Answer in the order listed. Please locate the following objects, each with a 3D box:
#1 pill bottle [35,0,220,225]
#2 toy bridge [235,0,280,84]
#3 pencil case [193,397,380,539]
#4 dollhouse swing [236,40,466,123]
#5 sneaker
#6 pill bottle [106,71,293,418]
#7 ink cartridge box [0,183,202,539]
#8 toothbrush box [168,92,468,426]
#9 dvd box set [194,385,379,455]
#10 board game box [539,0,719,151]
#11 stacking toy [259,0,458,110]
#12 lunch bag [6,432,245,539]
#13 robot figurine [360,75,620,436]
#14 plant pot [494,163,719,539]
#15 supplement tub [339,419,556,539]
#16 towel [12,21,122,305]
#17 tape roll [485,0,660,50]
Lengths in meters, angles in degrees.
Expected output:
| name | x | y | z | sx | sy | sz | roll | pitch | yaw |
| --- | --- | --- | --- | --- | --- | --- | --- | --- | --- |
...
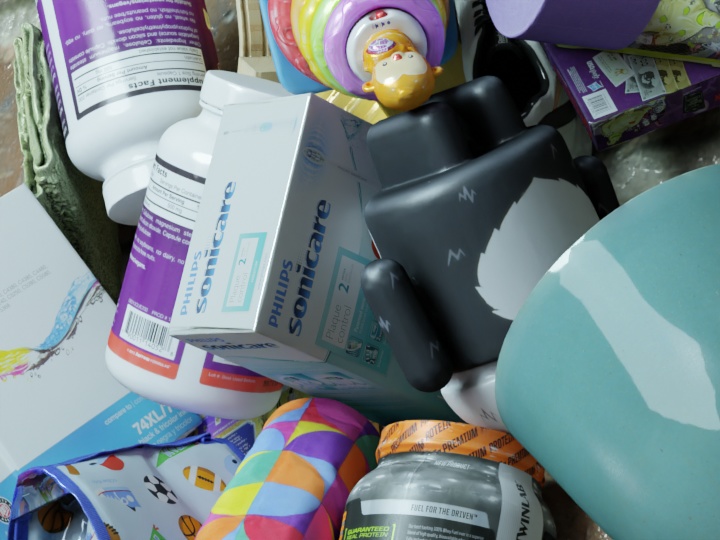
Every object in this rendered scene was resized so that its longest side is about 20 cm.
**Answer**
| name | x | y | z | sx | sy | sz | roll | pitch | yaw |
| --- | --- | --- | --- | --- | --- | --- | --- | --- | --- |
| pill bottle | -0.151 | -0.136 | 1.888 | 0.112 | 0.112 | 0.200 | -28 | 68 | 38 |
| toy bridge | -0.060 | -0.209 | 1.779 | 0.067 | 0.027 | 0.200 | -135 | 46 | -57 |
| pencil case | -0.049 | 0.153 | 1.614 | 0.088 | 0.088 | 0.200 | -36 | 12 | 33 |
| dollhouse swing | -0.053 | -0.153 | 1.847 | 0.176 | 0.182 | 0.200 | -38 | 42 | 1 |
| sneaker | 0.094 | -0.143 | 1.714 | 0.074 | 0.080 | 0.200 | -21 | 54 | 10 |
| pill bottle | -0.082 | -0.017 | 1.749 | 0.112 | 0.112 | 0.200 | 28 | 105 | 52 |
| ink cartridge box | -0.240 | 0.079 | 1.850 | 0.200 | 0.146 | 0.147 | 53 | 139 | 2 |
| toothbrush box | 0.000 | 0.000 | 1.662 | 0.085 | 0.200 | 0.147 | -4 | 66 | 49 |
| dvd box set | -0.045 | 0.126 | 1.785 | 0.146 | 0.029 | 0.200 | -35 | 46 | 33 |
| board game box | 0.158 | -0.160 | 1.654 | 0.120 | 0.032 | 0.200 | -23 | 46 | 1 |
| stacking toy | 0.009 | -0.134 | 1.613 | 0.200 | 0.116 | 0.110 | -111 | 9 | -67 |
| lunch bag | -0.113 | 0.200 | 1.666 | 0.124 | 0.170 | 0.200 | -25 | 79 | 37 |
| robot figurine | 0.079 | -0.005 | 1.583 | 0.150 | 0.200 | 0.125 | -23 | 5 | 4 |
| plant pot | 0.193 | 0.074 | 1.409 | 0.201 | 0.200 | 0.161 | -50 | 51 | 19 |
| supplement tub | 0.042 | 0.192 | 1.572 | 0.122 | 0.122 | 0.200 | -9 | 64 | 47 |
| towel | -0.200 | -0.062 | 1.963 | 0.036 | 0.200 | 0.149 | -11 | 56 | 4 |
| tape roll | 0.123 | -0.225 | 1.563 | 0.200 | 0.066 | 0.201 | -174 | 90 | -76 |
